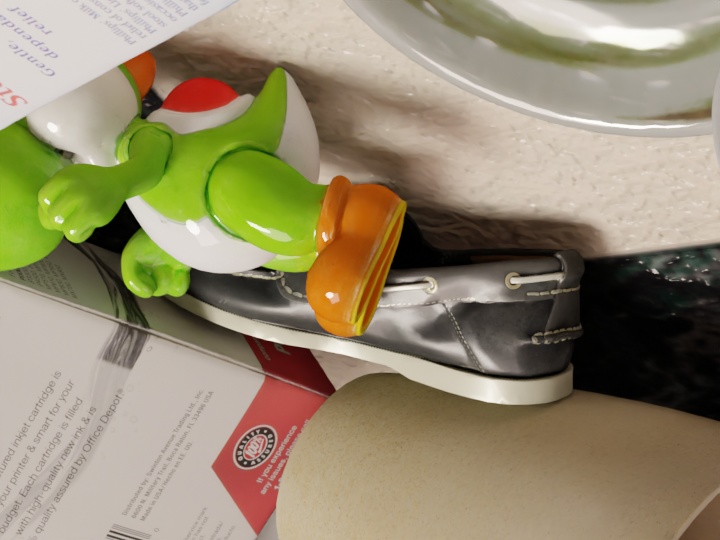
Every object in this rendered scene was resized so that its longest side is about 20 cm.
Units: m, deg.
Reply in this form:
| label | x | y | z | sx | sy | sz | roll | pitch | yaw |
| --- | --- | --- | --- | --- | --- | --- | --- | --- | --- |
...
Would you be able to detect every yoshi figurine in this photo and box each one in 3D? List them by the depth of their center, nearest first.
| label | x | y | z | sx | sy | sz | roll | pitch | yaw |
| --- | --- | --- | --- | --- | --- | --- | --- | --- | --- |
| yoshi figurine | -0.089 | -0.022 | 1.090 | 0.200 | 0.112 | 0.113 | 23 | 125 | 4 |

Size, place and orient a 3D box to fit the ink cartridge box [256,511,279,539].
| label | x | y | z | sx | sy | sz | roll | pitch | yaw |
| --- | --- | --- | --- | --- | --- | --- | --- | --- | --- |
| ink cartridge box | 0.044 | 0.194 | 1.412 | 0.145 | 0.084 | 0.200 | -9 | 139 | 39 |

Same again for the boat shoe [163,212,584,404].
| label | x | y | z | sx | sy | sz | roll | pitch | yaw |
| --- | --- | --- | --- | --- | --- | --- | --- | --- | --- |
| boat shoe | 0.000 | 0.000 | 1.168 | 0.199 | 0.072 | 0.068 | 14 | 111 | 23 |

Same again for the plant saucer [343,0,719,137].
| label | x | y | z | sx | sy | sz | roll | pitch | yaw |
| --- | --- | --- | --- | --- | --- | --- | --- | --- | --- |
| plant saucer | 0.077 | -0.123 | 0.924 | 0.200 | 0.050 | 0.200 | 14 | 148 | 9 |

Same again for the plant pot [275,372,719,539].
| label | x | y | z | sx | sy | sz | roll | pitch | yaw |
| --- | --- | --- | --- | --- | --- | --- | --- | --- | --- |
| plant pot | 0.069 | 0.123 | 1.169 | 0.200 | 0.187 | 0.187 | 24 | 156 | 34 |

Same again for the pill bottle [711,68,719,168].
| label | x | y | z | sx | sy | sz | roll | pitch | yaw |
| --- | --- | --- | --- | --- | --- | --- | --- | --- | --- |
| pill bottle | 0.198 | -0.026 | 0.893 | 0.114 | 0.114 | 0.200 | -3 | 163 | 33 |

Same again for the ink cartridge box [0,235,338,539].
| label | x | y | z | sx | sy | sz | roll | pitch | yaw |
| --- | --- | --- | --- | --- | --- | --- | --- | --- | --- |
| ink cartridge box | -0.133 | 0.065 | 1.196 | 0.200 | 0.083 | 0.147 | 22 | 109 | -35 |

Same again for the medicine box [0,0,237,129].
| label | x | y | z | sx | sy | sz | roll | pitch | yaw |
| --- | --- | --- | --- | --- | --- | --- | --- | --- | --- |
| medicine box | -0.087 | -0.154 | 0.837 | 0.103 | 0.183 | 0.200 | 36 | 146 | -25 |
